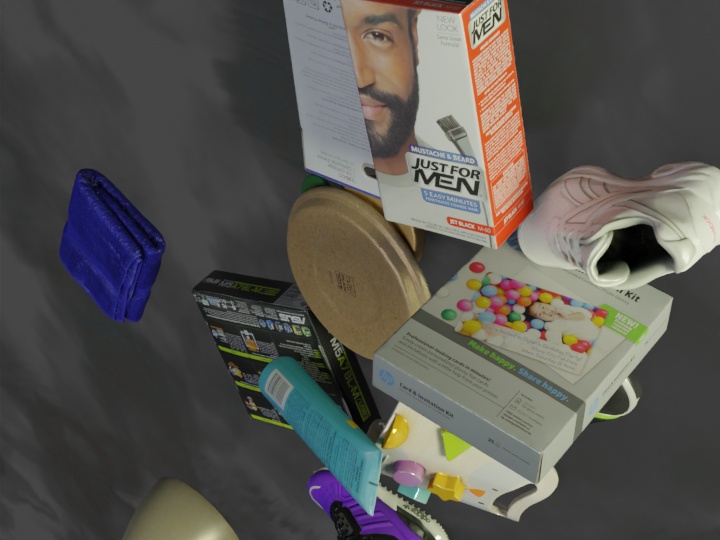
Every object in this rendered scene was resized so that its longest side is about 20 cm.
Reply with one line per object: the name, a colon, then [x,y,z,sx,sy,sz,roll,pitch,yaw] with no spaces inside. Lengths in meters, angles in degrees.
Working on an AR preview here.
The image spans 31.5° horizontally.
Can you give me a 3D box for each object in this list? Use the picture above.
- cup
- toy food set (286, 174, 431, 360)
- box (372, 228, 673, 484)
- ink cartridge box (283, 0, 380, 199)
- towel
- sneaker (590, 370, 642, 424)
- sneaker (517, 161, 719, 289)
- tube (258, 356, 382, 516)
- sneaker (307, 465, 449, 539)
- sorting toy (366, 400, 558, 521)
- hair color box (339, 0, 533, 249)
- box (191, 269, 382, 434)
cup: [-0.288,0.436,1.924,0.199,0.143,0.202,30,142,27]
toy food set: [0.000,0.000,1.229,0.197,0.049,0.202,5,123,50]
box: [0.129,0.055,0.999,0.155,0.200,0.041,29,140,26]
ink cartridge box: [0.026,-0.146,1.063,0.196,0.047,0.201,23,141,30]
towel: [-0.315,-0.024,1.579,0.148,0.050,0.200,44,147,7]
sneaker: [0.167,0.127,1.134,0.072,0.083,0.200,52,147,-6]
sneaker: [0.180,-0.027,0.950,0.199,0.099,0.078,-10,116,53]
tube: [-0.037,0.160,1.303,0.200,0.050,0.078,43,139,45]
sneaker: [-0.001,0.301,1.489,0.199,0.099,0.070,23,137,33]
sorting toy: [0.101,0.191,1.287,0.179,0.107,0.200,28,145,-1]
hair color box: [0.060,-0.123,0.959,0.110,0.064,0.202,16,134,35]
box: [-0.082,0.099,1.435,0.199,0.048,0.194,8,131,44]
